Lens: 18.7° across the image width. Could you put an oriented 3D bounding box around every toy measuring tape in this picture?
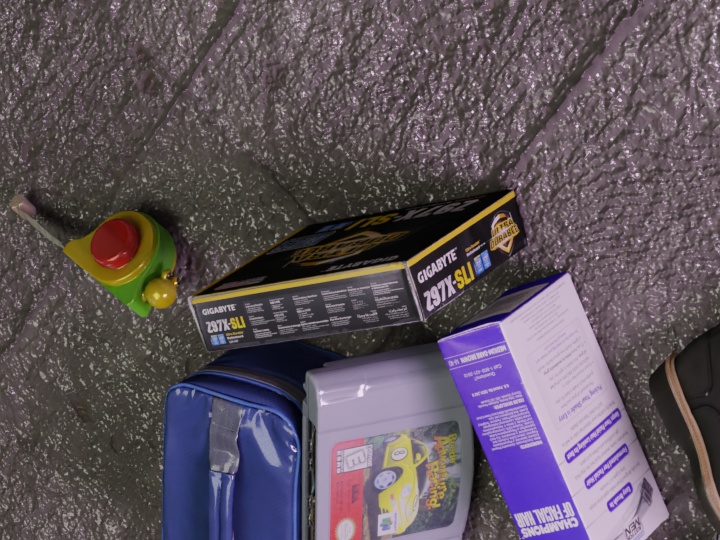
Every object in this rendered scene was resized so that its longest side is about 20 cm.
[{"bbox_3d":[-0.208,-0.030,1.789,0.200,0.073,0.074,36,127,38],"label":"toy measuring tape"}]

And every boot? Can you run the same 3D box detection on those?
[{"bbox_3d":[0.286,0.106,1.468,0.138,0.077,0.200,-49,58,32],"label":"boot"}]

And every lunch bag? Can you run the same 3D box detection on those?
[{"bbox_3d":[-0.082,0.164,1.732,0.135,0.132,0.201,15,116,28],"label":"lunch bag"}]

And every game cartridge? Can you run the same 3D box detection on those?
[{"bbox_3d":[0.021,0.155,1.664,0.041,0.133,0.201,42,138,53],"label":"game cartridge"}]

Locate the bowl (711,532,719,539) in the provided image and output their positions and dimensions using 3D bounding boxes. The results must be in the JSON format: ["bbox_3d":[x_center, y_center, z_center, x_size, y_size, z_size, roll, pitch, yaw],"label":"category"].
[{"bbox_3d":[0.313,0.263,1.534,0.200,0.094,0.202,14,116,30],"label":"bowl"}]

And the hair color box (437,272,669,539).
[{"bbox_3d":[0.141,0.115,1.577,0.065,0.109,0.201,-20,97,38],"label":"hair color box"}]

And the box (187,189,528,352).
[{"bbox_3d":[0.000,0.000,1.591,0.199,0.160,0.050,-9,103,37],"label":"box"}]
